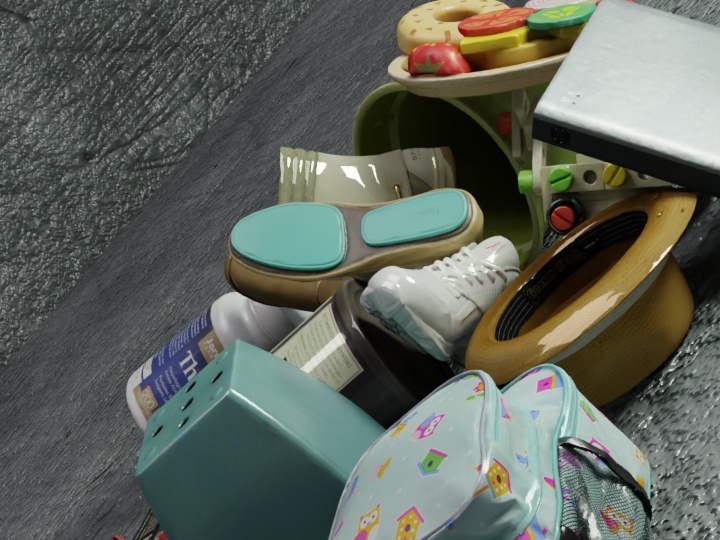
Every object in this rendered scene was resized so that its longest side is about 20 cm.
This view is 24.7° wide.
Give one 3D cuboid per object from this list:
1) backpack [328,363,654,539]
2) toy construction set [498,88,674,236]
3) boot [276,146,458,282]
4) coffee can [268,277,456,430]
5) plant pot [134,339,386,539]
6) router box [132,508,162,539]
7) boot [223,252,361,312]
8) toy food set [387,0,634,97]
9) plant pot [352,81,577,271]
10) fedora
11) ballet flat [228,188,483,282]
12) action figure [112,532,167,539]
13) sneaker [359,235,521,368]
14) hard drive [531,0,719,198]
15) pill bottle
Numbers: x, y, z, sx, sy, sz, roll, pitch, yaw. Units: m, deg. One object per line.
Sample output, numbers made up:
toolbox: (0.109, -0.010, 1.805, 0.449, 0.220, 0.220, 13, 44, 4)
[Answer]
backpack: (0.072, 0.146, 0.908, 0.176, 0.153, 0.200, -43, 7, 28)
toy construction set: (0.189, -0.096, 1.231, 0.198, 0.133, 0.092, -2, 6, 32)
boot: (0.000, 0.000, 1.327, 0.072, 0.153, 0.203, -134, 45, -81)
coffee can: (-0.034, 0.125, 1.244, 0.200, 0.146, 0.147, -41, 15, 15)
plant pot: (-0.047, 0.157, 1.095, 0.141, 0.200, 0.142, -41, 16, 12)
router box: (-0.140, 0.215, 1.477, 0.149, 0.051, 0.201, -35, 18, 40)
boot: (-0.027, 0.017, 1.490, 0.200, 0.173, 0.067, -156, 78, -77)
toy food set: (0.116, -0.183, 1.285, 0.196, 0.049, 0.200, -8, 18, 14)
plant pot: (0.126, -0.118, 1.423, 0.184, 0.201, 0.200, -40, 10, -33)
fedora: (0.161, 0.029, 1.099, 0.200, 0.082, 0.201, -38, 11, 8)
ballet flat: (-0.001, -0.017, 1.256, 0.198, 0.063, 0.069, -5, 60, 15)
action figure: (-0.138, 0.173, 1.359, 0.199, 0.099, 0.066, -28, -25, -37)
sneaker: (0.069, 0.013, 1.193, 0.100, 0.078, 0.200, -59, -27, 4)
hard drive: (0.233, -0.111, 1.112, 0.140, 0.198, 0.033, -56, -23, -37)
pill bottle: (-0.135, 0.094, 1.669, 0.200, 0.111, 0.111, -40, 16, 20)
